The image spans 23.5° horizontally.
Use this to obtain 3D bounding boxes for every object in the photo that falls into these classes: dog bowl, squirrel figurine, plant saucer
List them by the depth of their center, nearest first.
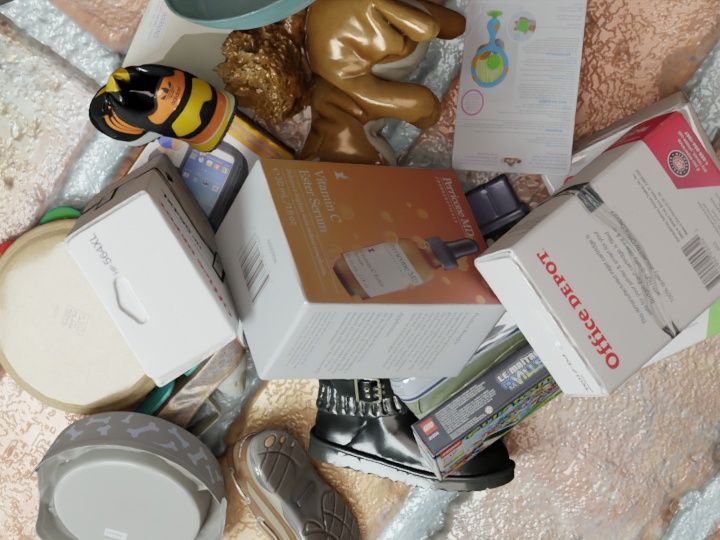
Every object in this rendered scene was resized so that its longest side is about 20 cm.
[{"bbox_3d":[-0.074,-0.268,1.478,0.199,0.201,0.036,-21,130,13],"label":"plant saucer"},{"bbox_3d":[-0.026,-0.163,1.522,0.199,0.142,0.188,21,104,3],"label":"squirrel figurine"},{"bbox_3d":[-0.219,0.215,1.656,0.198,0.059,0.201,5,132,6],"label":"dog bowl"}]

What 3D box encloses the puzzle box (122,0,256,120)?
[{"bbox_3d":[-0.133,-0.218,1.587,0.132,0.025,0.201,27,106,1],"label":"puzzle box"}]

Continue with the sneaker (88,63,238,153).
[{"bbox_3d":[-0.193,-0.154,1.508,0.090,0.199,0.070,30,79,-39],"label":"sneaker"}]

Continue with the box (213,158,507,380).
[{"bbox_3d":[0.000,0.000,1.458,0.199,0.153,0.107,1,141,-31],"label":"box"}]

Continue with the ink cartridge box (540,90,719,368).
[{"bbox_3d":[0.267,-0.038,1.544,0.145,0.084,0.201,-25,99,13],"label":"ink cartridge box"}]

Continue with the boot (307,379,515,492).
[{"bbox_3d":[0.050,0.114,1.613,0.209,0.079,0.159,10,105,9],"label":"boot"}]

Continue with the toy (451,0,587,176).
[{"bbox_3d":[0.149,-0.186,1.529,0.114,0.047,0.202,5,92,31],"label":"toy"}]

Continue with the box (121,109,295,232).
[{"bbox_3d":[-0.163,-0.060,1.585,0.119,0.041,0.201,34,97,-9],"label":"box"}]

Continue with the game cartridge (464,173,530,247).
[{"bbox_3d":[0.126,0.025,1.609,0.129,0.038,0.201,-26,99,18],"label":"game cartridge"}]

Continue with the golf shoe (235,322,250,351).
[{"bbox_3d":[-0.043,-0.009,1.572,0.072,0.092,0.201,31,84,-17],"label":"golf shoe"}]

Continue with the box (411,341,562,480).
[{"bbox_3d":[0.138,0.105,1.526,0.199,0.110,0.035,-35,72,-4],"label":"box"}]

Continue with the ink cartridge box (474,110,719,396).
[{"bbox_3d":[0.215,-0.012,1.424,0.200,0.084,0.145,-38,98,-19],"label":"ink cartridge box"}]

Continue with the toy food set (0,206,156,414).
[{"bbox_3d":[-0.268,0.040,1.661,0.196,0.049,0.202,9,106,6],"label":"toy food set"}]

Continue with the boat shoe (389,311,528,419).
[{"bbox_3d":[0.118,0.062,1.558,0.199,0.072,0.062,-34,114,-1],"label":"boat shoe"}]

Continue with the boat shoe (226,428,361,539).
[{"bbox_3d":[-0.063,0.236,1.677,0.071,0.076,0.201,-9,115,45],"label":"boat shoe"}]

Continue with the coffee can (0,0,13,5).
[{"bbox_3d":[-0.330,-0.340,1.522,0.145,0.146,0.201,-18,101,12],"label":"coffee can"}]

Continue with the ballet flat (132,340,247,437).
[{"bbox_3d":[-0.151,0.109,1.661,0.067,0.068,0.200,34,113,-19],"label":"ballet flat"}]

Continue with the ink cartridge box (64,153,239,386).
[{"bbox_3d":[-0.169,-0.006,1.475,0.084,0.200,0.147,-31,102,4],"label":"ink cartridge box"}]
